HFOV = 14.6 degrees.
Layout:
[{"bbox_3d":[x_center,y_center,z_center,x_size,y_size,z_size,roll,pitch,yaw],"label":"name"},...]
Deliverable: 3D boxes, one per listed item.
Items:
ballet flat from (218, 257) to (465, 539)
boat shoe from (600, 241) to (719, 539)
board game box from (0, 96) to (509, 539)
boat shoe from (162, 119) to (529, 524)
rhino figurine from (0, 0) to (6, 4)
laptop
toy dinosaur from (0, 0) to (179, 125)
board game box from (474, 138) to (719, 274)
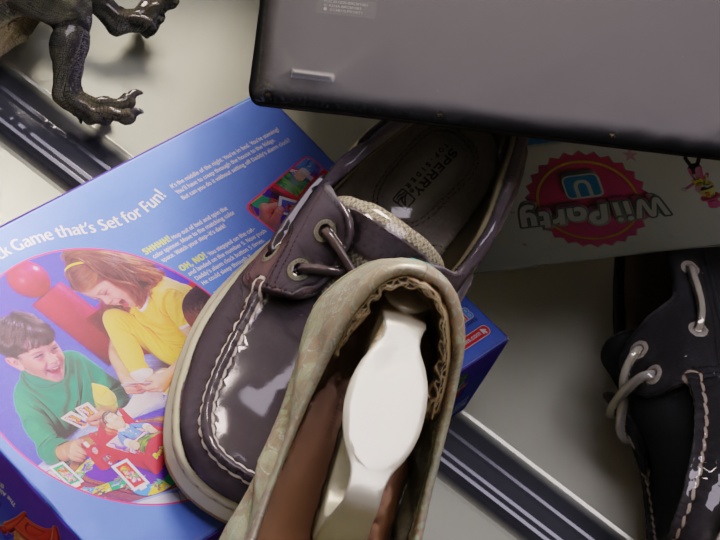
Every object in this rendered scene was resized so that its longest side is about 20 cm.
[{"bbox_3d":[-0.013,0.088,0.856,0.067,0.062,0.201,15,77,-9],"label":"ballet flat"},{"bbox_3d":[0.118,0.037,1.040,0.060,0.074,0.200,23,42,-7],"label":"boat shoe"},{"bbox_3d":[-0.062,0.030,0.974,0.134,0.045,0.200,46,47,15],"label":"board game box"},{"bbox_3d":[0.000,0.000,0.944,0.072,0.065,0.200,36,52,2],"label":"boat shoe"},{"bbox_3d":[-0.164,-0.128,1.002,0.200,0.060,0.087,-40,52,-14],"label":"rhino figurine"},{"bbox_3d":[0.061,-0.114,1.026,0.187,0.116,0.201,6,66,-1],"label":"laptop"},{"bbox_3d":[-0.114,-0.101,1.055,0.088,0.047,0.200,36,64,-24],"label":"toy dinosaur"},{"bbox_3d":[0.104,-0.091,1.102,0.147,0.064,0.200,-7,41,21],"label":"board game box"}]
